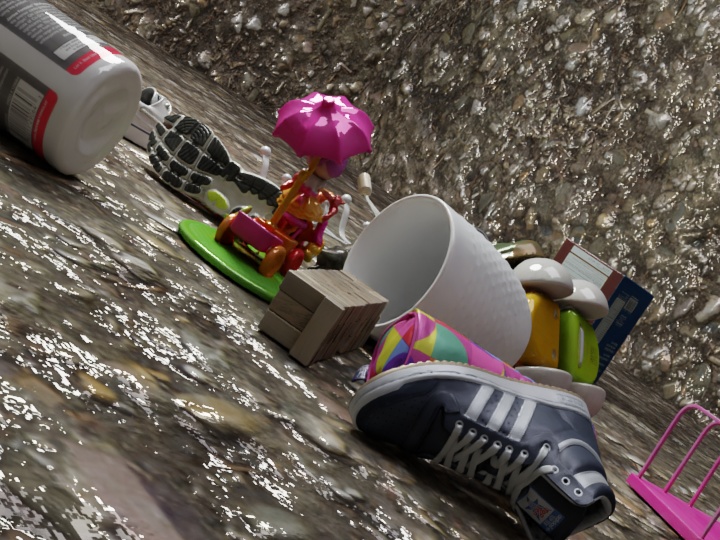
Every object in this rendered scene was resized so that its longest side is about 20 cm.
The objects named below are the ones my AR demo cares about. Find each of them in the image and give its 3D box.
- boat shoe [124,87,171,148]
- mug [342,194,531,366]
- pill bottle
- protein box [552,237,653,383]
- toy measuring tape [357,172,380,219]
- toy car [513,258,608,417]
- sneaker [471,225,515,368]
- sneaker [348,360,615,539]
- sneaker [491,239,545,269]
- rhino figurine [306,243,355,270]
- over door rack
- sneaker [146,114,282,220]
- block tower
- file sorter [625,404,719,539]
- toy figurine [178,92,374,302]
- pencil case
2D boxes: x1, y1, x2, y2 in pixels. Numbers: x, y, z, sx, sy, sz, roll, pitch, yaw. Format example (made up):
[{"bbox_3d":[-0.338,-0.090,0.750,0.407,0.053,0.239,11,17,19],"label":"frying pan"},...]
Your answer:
[{"bbox_3d":[-0.259,-0.188,1.294,0.199,0.066,0.073,26,10,-46],"label":"boat shoe"},{"bbox_3d":[0.072,0.033,1.103,0.198,0.149,0.175,-4,-31,47],"label":"mug"},{"bbox_3d":[-0.293,-0.180,0.908,0.199,0.111,0.111,35,7,10],"label":"pill bottle"},{"bbox_3d":[0.407,0.078,1.973,0.135,0.201,0.198,37,8,32],"label":"protein box"},{"bbox_3d":[0.061,-0.041,1.157,0.073,0.073,0.201,40,-13,42],"label":"toy measuring tape"},{"bbox_3d":[0.217,0.092,1.341,0.149,0.178,0.199,-10,-24,40],"label":"toy car"},{"bbox_3d":[0.133,0.060,1.239,0.066,0.204,0.108,-5,-25,-7],"label":"sneaker"},{"bbox_3d":[0.091,0.131,0.743,0.197,0.070,0.109,10,43,-24],"label":"sneaker"},{"bbox_3d":[0.128,-0.021,1.361,0.067,0.198,0.091,62,12,-58],"label":"sneaker"},{"bbox_3d":[0.000,0.000,1.226,0.087,0.061,0.199,14,-4,31],"label":"rhino figurine"},{"bbox_3d":[-0.090,-0.095,1.298,0.147,0.067,0.199,29,-4,-37],"label":"over door rack"},{"bbox_3d":[-0.155,-0.089,1.173,0.200,0.077,0.085,41,-10,15],"label":"sneaker"},{"bbox_3d":[-0.027,0.035,0.910,0.057,0.054,0.200,34,7,9],"label":"block tower"},{"bbox_3d":[0.434,0.259,1.208,0.199,0.126,0.139,30,7,-26],"label":"file sorter"},{"bbox_3d":[-0.051,-0.076,1.013,0.149,0.185,0.200,35,7,16],"label":"toy figurine"},{"bbox_3d":[0.092,0.111,0.851,0.198,0.089,0.088,30,8,-18],"label":"pencil case"}]
